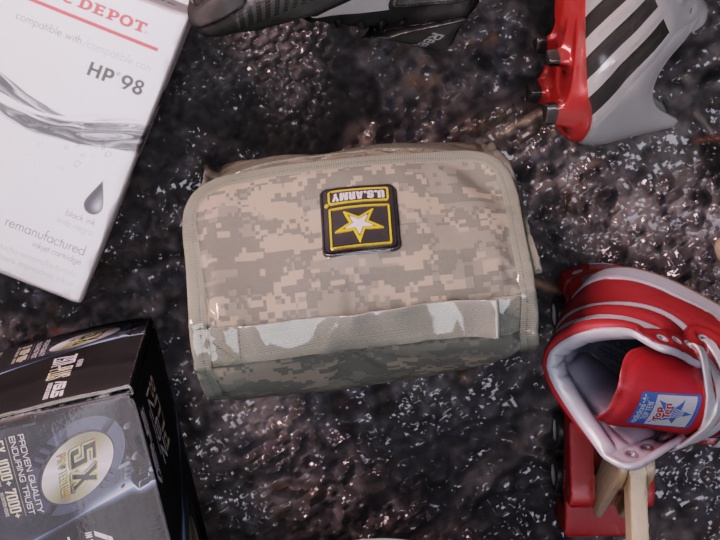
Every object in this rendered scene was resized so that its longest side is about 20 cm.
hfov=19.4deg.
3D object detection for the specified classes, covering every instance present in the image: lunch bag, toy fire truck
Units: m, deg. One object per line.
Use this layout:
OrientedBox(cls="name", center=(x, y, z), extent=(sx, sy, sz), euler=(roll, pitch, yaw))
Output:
OrientedBox(cls="lunch bag", center=(0.000, 0.000, 1.039), extent=(0.164, 0.200, 0.118), euler=(-6, 101, -1))
OrientedBox(cls="toy fire truck", center=(0.133, 0.104, 1.092), extent=(0.049, 0.141, 0.200), euler=(-1, 101, -4))

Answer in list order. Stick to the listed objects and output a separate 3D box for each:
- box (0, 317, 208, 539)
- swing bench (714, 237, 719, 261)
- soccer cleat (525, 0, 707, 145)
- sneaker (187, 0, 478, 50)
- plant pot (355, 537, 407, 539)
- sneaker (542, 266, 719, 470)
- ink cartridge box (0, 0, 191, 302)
OrientedBox(cls="box", center=(-0.128, 0.142, 1.078), extent=(0.086, 0.164, 0.200), euler=(-13, 100, 0))
OrientedBox(cls="swing bench", center=(0.316, 0.035, 1.055), extent=(0.200, 0.130, 0.199), euler=(-16, 101, 33))
OrientedBox(cls="soccer cleat", center=(0.139, -0.156, 1.072), extent=(0.085, 0.069, 0.200), euler=(-1, 118, -15))
OrientedBox(cls="sneaker", center=(0.011, -0.145, 1.064), extent=(0.200, 0.066, 0.091), euler=(-26, 111, -18))
OrientedBox(cls="plant pot", center=(0.039, 0.248, 1.013), extent=(0.200, 0.188, 0.200), euler=(-10, 65, 23))
OrientedBox(cls="sneaker", center=(0.181, 0.060, 0.989), extent=(0.200, 0.112, 0.071), euler=(17, 111, 17))
OrientedBox(cls="ink cartridge box", center=(-0.159, -0.099, 1.080), extent=(0.116, 0.067, 0.200), euler=(21, 99, -5))
